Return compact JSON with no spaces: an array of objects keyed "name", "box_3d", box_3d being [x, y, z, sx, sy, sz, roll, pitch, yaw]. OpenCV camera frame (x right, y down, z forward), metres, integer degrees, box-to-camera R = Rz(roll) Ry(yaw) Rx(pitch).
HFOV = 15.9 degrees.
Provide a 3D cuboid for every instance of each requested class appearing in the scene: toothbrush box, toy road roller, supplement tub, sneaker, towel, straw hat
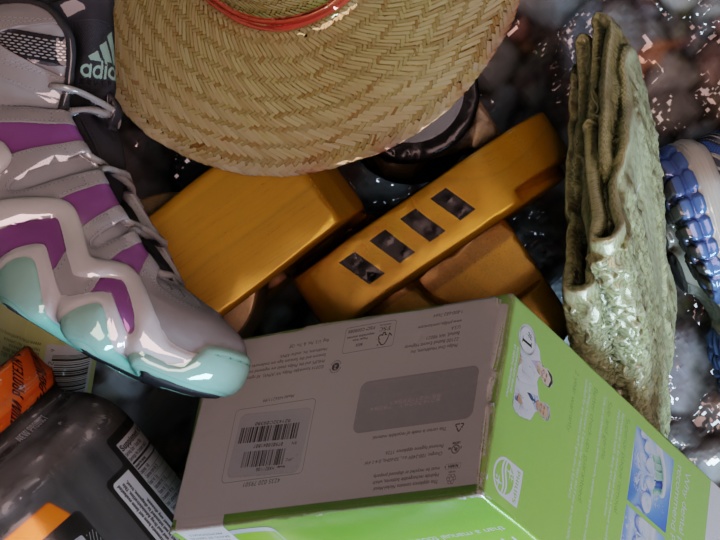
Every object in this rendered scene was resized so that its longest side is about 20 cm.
[{"name":"toothbrush box","box_3d":[0.045,0.100,1.016,0.200,0.145,0.087,40,51,-44]},{"name":"toy road roller","box_3d":[0.000,0.000,1.068,0.199,0.123,0.146,-35,87,-1]},{"name":"supplement tub","box_3d":[-0.108,0.137,1.041,0.122,0.123,0.200,-40,94,0]},{"name":"sneaker","box_3d":[0.202,0.019,1.176,0.085,0.077,0.201,-30,111,-9]},{"name":"towel","box_3d":[0.110,0.008,1.081,0.036,0.149,0.201,-1,139,10]},{"name":"sneaker","box_3d":[-0.104,-0.050,0.977,0.199,0.078,0.141,30,86,10]},{"name":"straw hat","box_3d":[-0.034,-0.145,0.999,0.200,0.202,0.085,-33,155,-3]}]

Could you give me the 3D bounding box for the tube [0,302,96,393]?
[{"name":"tube","box_3d":[-0.155,0.102,1.126,0.058,0.052,0.202,19,108,24]}]
